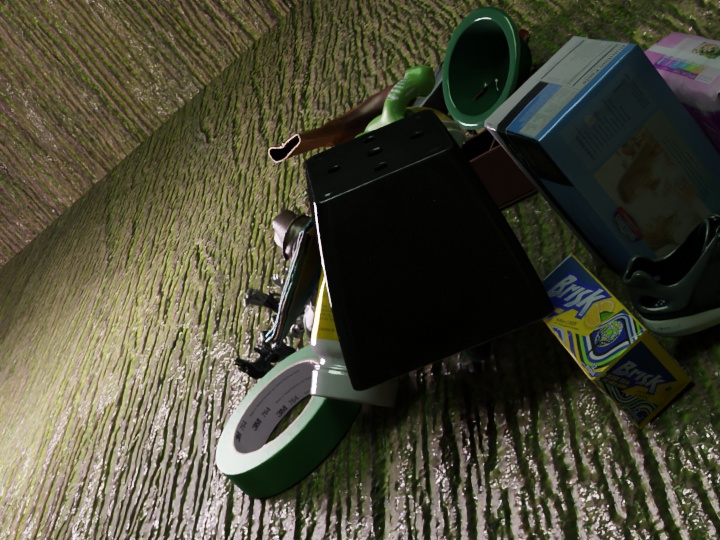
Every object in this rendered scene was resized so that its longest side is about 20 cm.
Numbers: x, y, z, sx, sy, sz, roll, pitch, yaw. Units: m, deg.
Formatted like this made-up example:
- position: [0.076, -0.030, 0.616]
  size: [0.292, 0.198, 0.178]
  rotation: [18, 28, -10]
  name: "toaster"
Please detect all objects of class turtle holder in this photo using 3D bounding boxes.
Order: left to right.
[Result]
- position: [0.070, -0.163, 1.665]
  size: [0.131, 0.186, 0.141]
  rotation: [-27, 1, -37]
  name: "turtle holder"

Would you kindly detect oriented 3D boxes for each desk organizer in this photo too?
- position: [0.210, -0.149, 1.515]
  size: [0.200, 0.077, 0.072]
  rotation: [-27, 27, 38]
  name: "desk organizer"

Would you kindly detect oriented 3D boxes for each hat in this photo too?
- position: [0.234, -0.291, 1.827]
  size: [0.165, 0.175, 0.201]
  rotation: [-10, 76, 52]
  name: "hat"

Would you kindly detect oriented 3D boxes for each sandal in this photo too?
- position: [0.138, -0.297, 1.917]
  size: [0.200, 0.076, 0.043]
  rotation: [-47, 46, -6]
  name: "sandal"

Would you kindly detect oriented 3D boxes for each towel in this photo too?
- position: [-0.057, -0.019, 1.461]
  size: [0.200, 0.022, 0.147]
  rotation: [110, -173, -46]
  name: "towel"

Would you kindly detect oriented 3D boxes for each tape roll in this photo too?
- position: [-0.084, 0.175, 1.489]
  size: [0.200, 0.048, 0.201]
  rotation: [-37, 21, 17]
  name: "tape roll"

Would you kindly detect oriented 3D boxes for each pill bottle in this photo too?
- position: [0.006, 0.044, 1.378]
  size: [0.114, 0.114, 0.201]
  rotation: [-3, 76, 60]
  name: "pill bottle"

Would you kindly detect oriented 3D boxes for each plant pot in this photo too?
- position: [0.043, -0.035, 1.196]
  size: [0.199, 0.178, 0.200]
  rotation: [-23, 23, 3]
  name: "plant pot"

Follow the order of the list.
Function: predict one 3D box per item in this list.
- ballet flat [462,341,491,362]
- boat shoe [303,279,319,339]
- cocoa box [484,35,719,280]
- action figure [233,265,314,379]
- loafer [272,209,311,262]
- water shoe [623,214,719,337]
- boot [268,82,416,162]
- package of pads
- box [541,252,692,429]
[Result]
- position: [0.112, 0.016, 1.358]
  size: [0.068, 0.068, 0.200]
  rotation: [-45, 33, 15]
  name: "ballet flat"
- position: [-0.033, 0.058, 1.549]
  size: [0.200, 0.073, 0.066]
  rotation: [103, -168, -77]
  name: "boat shoe"
- position: [0.244, -0.105, 1.199]
  size: [0.133, 0.200, 0.131]
  rotation: [-44, 21, -3]
  name: "cocoa box"
- position: [-0.098, 0.047, 1.683]
  size: [0.119, 0.102, 0.200]
  rotation: [-41, 18, 48]
  name: "action figure"
- position: [-0.085, -0.041, 1.623]
  size: [0.200, 0.071, 0.073]
  rotation: [60, -125, -88]
  name: "loafer"
- position: [0.317, -0.012, 1.037]
  size: [0.199, 0.079, 0.072]
  rotation: [-28, 25, 17]
  name: "water shoe"
- position: [-0.028, -0.238, 1.998]
  size: [0.199, 0.069, 0.188]
  rotation: [-18, 1, -38]
  name: "boot"
- position: [0.350, -0.158, 1.214]
  size: [0.076, 0.121, 0.200]
  rotation: [-38, 21, 0]
  name: "package of pads"
- position: [0.217, 0.057, 1.124]
  size: [0.064, 0.070, 0.200]
  rotation: [-44, 21, 6]
  name: "box"
